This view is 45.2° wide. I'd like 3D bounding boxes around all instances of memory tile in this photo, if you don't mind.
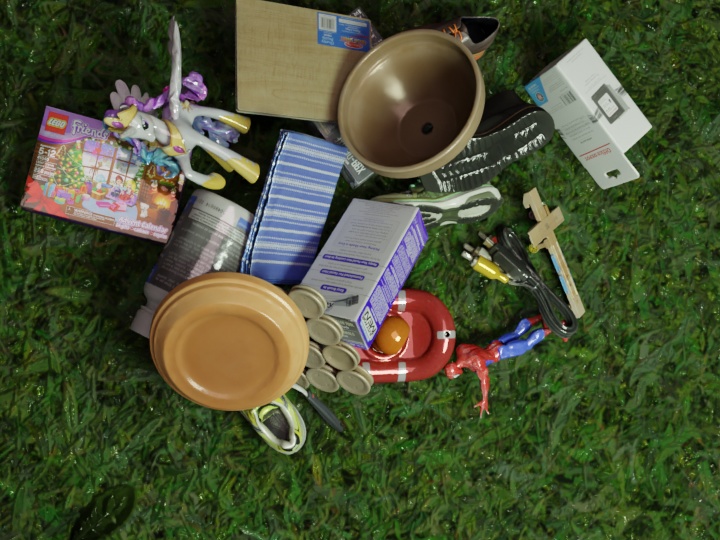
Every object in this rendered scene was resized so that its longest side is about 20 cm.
[{"bbox_3d":[-0.076,0.090,1.120,0.017,0.151,0.201,-61,137,-37],"label":"memory tile"}]

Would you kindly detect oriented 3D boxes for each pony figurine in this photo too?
[{"bbox_3d":[-0.232,-0.195,1.094,0.198,0.195,0.167,22,126,-34],"label":"pony figurine"}]

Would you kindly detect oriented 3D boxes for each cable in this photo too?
[{"bbox_3d":[0.237,0.015,1.256,0.200,0.050,0.097,45,45,1],"label":"cable"}]

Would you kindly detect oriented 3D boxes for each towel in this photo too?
[{"bbox_3d":[-0.084,-0.078,1.147,0.024,0.144,0.203,23,101,32],"label":"towel"}]

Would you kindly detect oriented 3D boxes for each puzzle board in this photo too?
[{"bbox_3d":[-0.074,-0.277,1.164,0.197,0.017,0.154,2,82,-26],"label":"puzzle board"}]

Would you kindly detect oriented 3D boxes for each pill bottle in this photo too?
[{"bbox_3d":[-0.214,0.007,1.136,0.113,0.114,0.202,28,80,-9],"label":"pill bottle"}]

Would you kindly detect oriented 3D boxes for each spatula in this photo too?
[{"bbox_3d":[-0.087,0.162,1.168,0.021,0.057,0.200,-41,119,11],"label":"spatula"}]

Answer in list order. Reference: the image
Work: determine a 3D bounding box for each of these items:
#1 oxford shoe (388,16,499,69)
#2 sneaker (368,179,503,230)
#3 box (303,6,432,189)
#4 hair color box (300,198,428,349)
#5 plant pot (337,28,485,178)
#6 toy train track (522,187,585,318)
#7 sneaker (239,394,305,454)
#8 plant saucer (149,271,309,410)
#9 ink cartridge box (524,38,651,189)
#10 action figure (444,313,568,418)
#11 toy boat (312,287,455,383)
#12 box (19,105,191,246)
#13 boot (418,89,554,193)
[{"bbox_3d":[0.111,-0.327,1.224,0.198,0.072,0.072,-24,85,-31],"label":"oxford shoe"},{"bbox_3d":[0.102,-0.113,1.249,0.196,0.077,0.090,-6,61,-13],"label":"sneaker"},{"bbox_3d":[-0.006,-0.244,1.231,0.157,0.050,0.201,-39,95,-11],"label":"box"},{"bbox_3d":[0.000,0.000,1.151,0.201,0.108,0.065,-58,143,-32],"label":"hair color box"},{"bbox_3d":[0.075,-0.205,1.144,0.198,0.093,0.204,-8,68,21],"label":"plant pot"},{"bbox_3d":[0.280,-0.023,1.284,0.114,0.032,0.203,-33,102,-48],"label":"toy train track"},{"bbox_3d":[-0.139,0.160,1.163,0.075,0.076,0.200,-42,93,-9],"label":"sneaker"},{"bbox_3d":[-0.161,0.097,1.060,0.196,0.038,0.203,-1,120,-2],"label":"plant saucer"},{"bbox_3d":[0.343,-0.226,1.273,0.067,0.116,0.201,-40,96,-13],"label":"ink cartridge box"},{"bbox_3d":[0.205,0.134,1.242,0.197,0.065,0.101,-16,117,-24],"label":"action figure"},{"bbox_3d":[0.036,0.088,1.178,0.196,0.131,0.133,0,87,-12],"label":"toy boat"},{"bbox_3d":[-0.336,-0.124,1.156,0.197,0.039,0.139,14,83,-11],"label":"box"},{"bbox_3d":[0.163,-0.188,1.241,0.197,0.139,0.078,-21,120,-1],"label":"boot"}]
